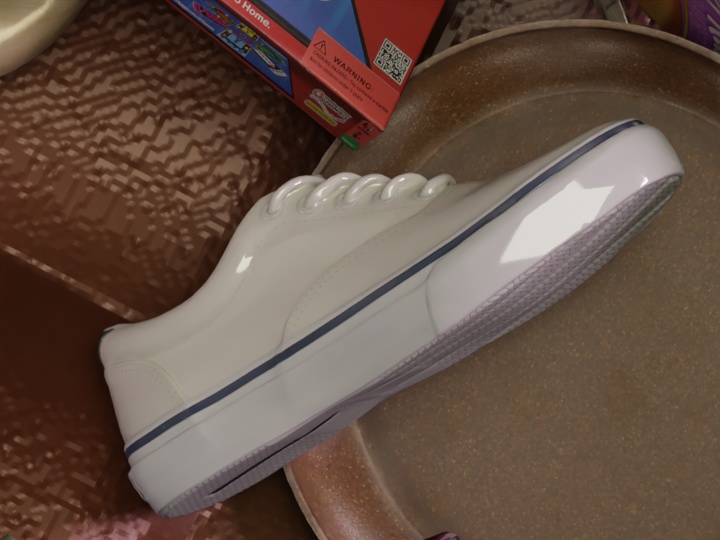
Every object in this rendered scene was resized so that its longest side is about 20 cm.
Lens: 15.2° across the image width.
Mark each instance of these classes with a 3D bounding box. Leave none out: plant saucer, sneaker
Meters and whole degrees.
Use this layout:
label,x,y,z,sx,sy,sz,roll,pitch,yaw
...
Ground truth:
label,x,y,z,sx,sy,sz,roll,pitch,yaw
plant saucer,0.066,0.024,0.829,0.200,0.032,0.201,-2,85,23
sneaker,0.000,0.000,0.803,0.200,0.073,0.071,-31,79,19

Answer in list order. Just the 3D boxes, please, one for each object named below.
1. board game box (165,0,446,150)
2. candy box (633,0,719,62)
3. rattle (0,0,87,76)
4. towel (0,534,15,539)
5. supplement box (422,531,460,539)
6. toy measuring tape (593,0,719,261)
label,x,y,z,sx,sy,sz,roll,pitch,yaw
board game box,-0.055,-0.135,0.820,0.200,0.019,0.103,38,50,-16
candy box,0.129,-0.091,0.784,0.200,0.117,0.056,45,77,7
rattle,-0.102,-0.139,0.815,0.200,0.143,0.130,-12,66,-3
towel,-0.126,0.200,0.824,0.147,0.022,0.200,43,81,-1
supplement box,0.022,0.194,0.789,0.110,0.086,0.200,-32,90,-37
toy measuring tape,0.119,-0.057,0.866,0.073,0.074,0.200,-16,85,-9
